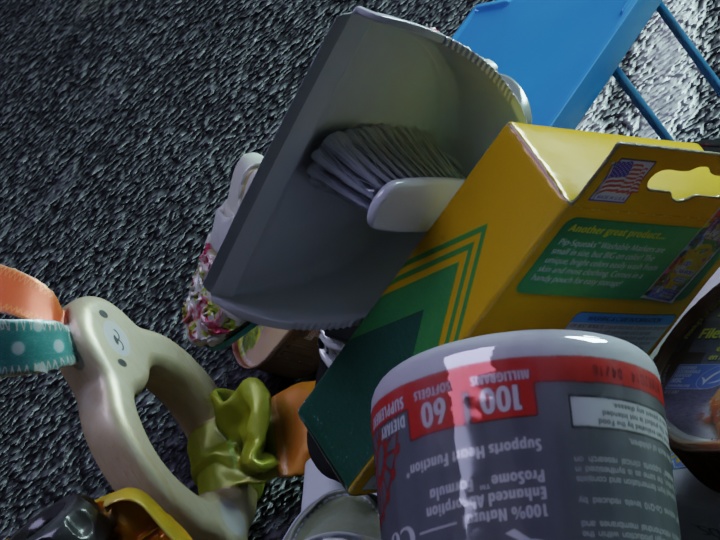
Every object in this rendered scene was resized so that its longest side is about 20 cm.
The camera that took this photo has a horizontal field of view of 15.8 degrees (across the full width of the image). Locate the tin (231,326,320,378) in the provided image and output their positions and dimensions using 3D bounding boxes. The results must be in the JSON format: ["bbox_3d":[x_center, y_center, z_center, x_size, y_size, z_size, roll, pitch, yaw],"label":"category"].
[{"bbox_3d":[-0.016,-0.017,1.423,0.200,0.042,0.112,-48,29,48],"label":"tin"}]

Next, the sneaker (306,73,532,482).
[{"bbox_3d":[0.000,0.000,1.157,0.074,0.088,0.201,32,109,46],"label":"sneaker"}]

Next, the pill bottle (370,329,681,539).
[{"bbox_3d":[0.068,0.133,0.980,0.116,0.116,0.201,-21,64,35],"label":"pill bottle"}]

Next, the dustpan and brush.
[{"bbox_3d":[0.040,-0.031,1.083,0.057,0.200,0.140,38,111,29],"label":"dustpan and brush"}]

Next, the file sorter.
[{"bbox_3d":[0.086,-0.032,1.298,0.138,0.123,0.200,-4,44,51],"label":"file sorter"}]

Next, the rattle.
[{"bbox_3d":[-0.090,0.046,1.321,0.142,0.200,0.130,-22,25,36],"label":"rattle"}]

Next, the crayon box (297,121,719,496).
[{"bbox_3d":[0.078,0.008,1.082,0.200,0.125,0.052,-53,54,29],"label":"crayon box"}]

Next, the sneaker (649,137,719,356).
[{"bbox_3d":[0.151,-0.002,1.226,0.200,0.087,0.074,-26,21,-30],"label":"sneaker"}]

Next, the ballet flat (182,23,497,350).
[{"bbox_3d":[-0.021,-0.046,1.253,0.200,0.064,0.076,-40,26,2],"label":"ballet flat"}]

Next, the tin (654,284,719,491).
[{"bbox_3d":[0.197,0.038,1.010,0.200,0.042,0.112,-2,50,53],"label":"tin"}]

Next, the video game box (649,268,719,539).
[{"bbox_3d":[0.204,0.045,1.102,0.182,0.047,0.200,-53,28,-18],"label":"video game box"}]

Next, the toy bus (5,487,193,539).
[{"bbox_3d":[-0.151,0.183,1.299,0.200,0.136,0.192,-34,10,8],"label":"toy bus"}]

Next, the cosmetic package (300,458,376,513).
[{"bbox_3d":[0.027,0.144,1.156,0.101,0.074,0.200,-30,25,22],"label":"cosmetic package"}]

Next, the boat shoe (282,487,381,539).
[{"bbox_3d":[-0.007,0.137,1.023,0.072,0.062,0.200,-4,27,5],"label":"boat shoe"}]
